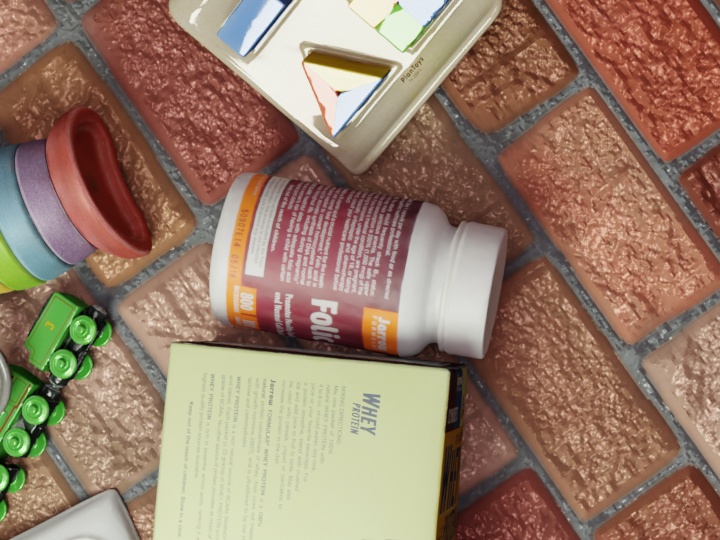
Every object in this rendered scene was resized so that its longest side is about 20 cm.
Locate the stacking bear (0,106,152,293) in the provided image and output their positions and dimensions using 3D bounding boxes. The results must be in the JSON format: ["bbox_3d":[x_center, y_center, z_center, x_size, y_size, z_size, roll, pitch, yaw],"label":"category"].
[{"bbox_3d":[-0.277,-0.029,1.577,0.200,0.114,0.122,-23,86,12],"label":"stacking bear"}]

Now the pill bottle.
[{"bbox_3d":[0.000,0.000,1.528,0.200,0.114,0.114,10,91,9],"label":"pill bottle"}]

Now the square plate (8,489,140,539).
[{"bbox_3d":[-0.228,0.292,1.567,0.198,0.028,0.200,-25,84,-15],"label":"square plate"}]

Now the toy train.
[{"bbox_3d":[-0.258,0.106,1.604,0.056,0.042,0.200,33,95,18],"label":"toy train"}]

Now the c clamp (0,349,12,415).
[{"bbox_3d":[-0.349,0.077,1.568,0.171,0.027,0.200,-32,100,24],"label":"c clamp"}]

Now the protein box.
[{"bbox_3d":[-0.034,0.157,1.521,0.200,0.135,0.199,5,89,9],"label":"protein box"}]

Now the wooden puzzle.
[{"bbox_3d":[-0.024,-0.193,1.532,0.200,0.046,0.185,42,116,2],"label":"wooden puzzle"}]
